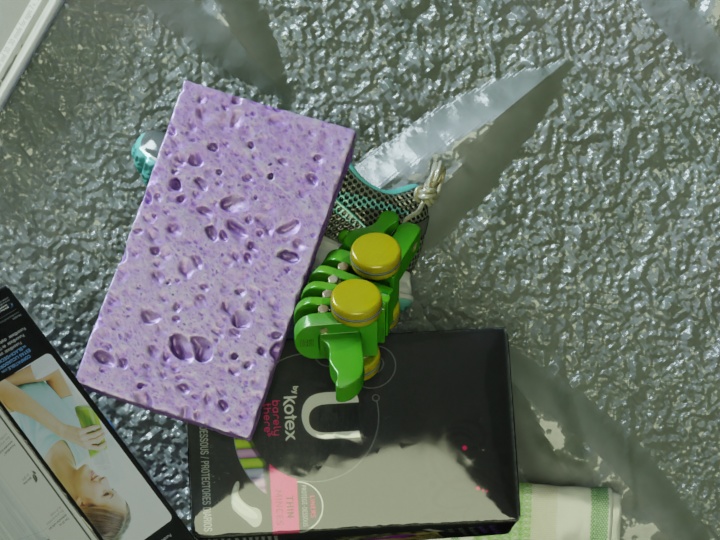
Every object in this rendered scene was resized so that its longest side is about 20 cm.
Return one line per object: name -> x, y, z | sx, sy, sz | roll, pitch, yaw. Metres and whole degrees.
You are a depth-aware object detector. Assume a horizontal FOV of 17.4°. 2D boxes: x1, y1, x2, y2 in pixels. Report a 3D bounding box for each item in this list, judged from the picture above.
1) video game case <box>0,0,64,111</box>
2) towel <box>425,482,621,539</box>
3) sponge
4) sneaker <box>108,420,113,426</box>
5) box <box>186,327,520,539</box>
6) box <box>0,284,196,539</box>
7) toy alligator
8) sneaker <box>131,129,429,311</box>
video game case -> -0.277, -0.197, 1.488 | 0.182, 0.023, 0.200 | 30, 93, -3
towel -> 0.066, 0.209, 1.525 | 0.199, 0.031, 0.150 | 3, 92, 1
sponge -> -0.085, -0.007, 1.416 | 0.111, 0.030, 0.200 | 18, 79, 4
sneaker -> -0.175, 0.138, 1.490 | 0.082, 0.074, 0.200 | -44, 95, 0
box -> -0.005, 0.106, 1.461 | 0.199, 0.106, 0.123 | -4, 79, -1
box -> -0.195, 0.124, 1.399 | 0.200, 0.060, 0.117 | 53, 135, 5
toy alligator -> 0.000, 0.000, 1.419 | 0.054, 0.200, 0.059 | 13, 137, 11
sneaker -> -0.046, -0.050, 1.488 | 0.200, 0.078, 0.091 | 26, 77, -6
